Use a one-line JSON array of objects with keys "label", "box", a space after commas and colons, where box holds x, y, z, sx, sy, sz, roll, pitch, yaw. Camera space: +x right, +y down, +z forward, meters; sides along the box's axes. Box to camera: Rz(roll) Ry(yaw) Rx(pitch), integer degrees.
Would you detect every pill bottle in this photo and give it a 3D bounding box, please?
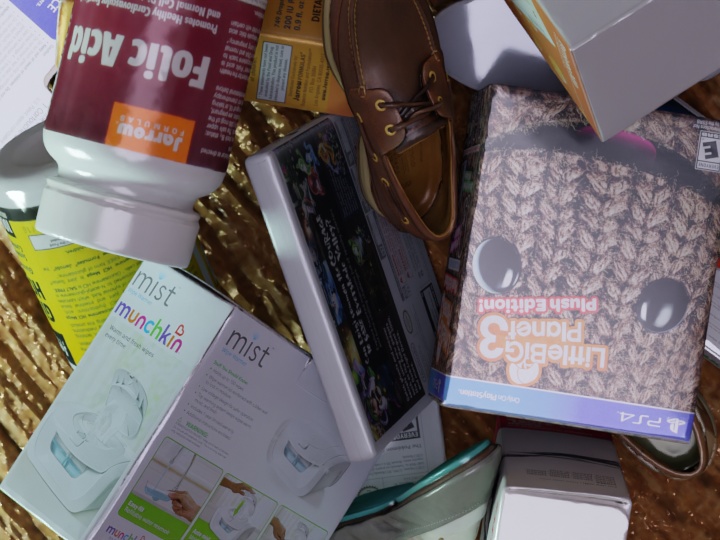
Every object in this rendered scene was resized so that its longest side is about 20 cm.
[{"label": "pill bottle", "box": [-0.157, 0.001, 1.568, 0.112, 0.113, 0.201, -20, 114, 5]}, {"label": "pill bottle", "box": [-0.125, -0.110, 1.432, 0.113, 0.114, 0.201, 14, 92, 0]}]

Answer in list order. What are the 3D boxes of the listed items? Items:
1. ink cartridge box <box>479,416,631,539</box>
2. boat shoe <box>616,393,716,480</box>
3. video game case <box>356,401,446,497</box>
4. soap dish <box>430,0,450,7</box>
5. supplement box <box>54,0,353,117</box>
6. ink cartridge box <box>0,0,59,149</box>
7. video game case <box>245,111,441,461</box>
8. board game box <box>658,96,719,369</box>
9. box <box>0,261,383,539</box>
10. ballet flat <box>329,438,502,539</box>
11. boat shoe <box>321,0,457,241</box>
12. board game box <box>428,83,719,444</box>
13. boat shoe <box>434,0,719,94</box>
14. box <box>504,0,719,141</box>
[{"label": "ink cartridge box", "box": [0.120, 0.188, 1.556, 0.084, 0.200, 0.146, 7, 100, 1]}, {"label": "boat shoe", "box": [0.168, 0.059, 1.597, 0.076, 0.074, 0.200, -44, 96, 8]}, {"label": "video game case", "box": [-0.034, 0.179, 1.652, 0.198, 0.023, 0.184, -8, 99, 2]}, {"label": "soap dish", "box": [0.075, -0.291, 1.538, 0.157, 0.081, 0.201, -25, 98, 6]}, {"label": "supplement box", "box": [-0.092, -0.155, 1.530, 0.198, 0.067, 0.069, 7, 141, -1]}, {"label": "ink cartridge box", "box": [-0.242, -0.190, 1.587, 0.200, 0.047, 0.198, 42, 98, -9]}, {"label": "video game case", "box": [0.000, 0.000, 1.542, 0.023, 0.182, 0.201, -15, 99, 24]}, {"label": "board game box", "box": [0.239, -0.013, 1.587, 0.199, 0.035, 0.127, 36, 84, -4]}, {"label": "box", "box": [-0.095, 0.115, 1.519, 0.096, 0.200, 0.177, 28, 85, 41]}, {"label": "ballet flat", "box": [0.044, 0.161, 1.554, 0.067, 0.200, 0.064, -31, 90, -36]}, {"label": "boat shoe", "box": [0.028, -0.105, 1.481, 0.072, 0.068, 0.201, -24, 129, -15]}, {"label": "board game box", "box": [0.137, -0.005, 1.510, 0.158, 0.097, 0.202, 8, 90, -3]}, {"label": "boat shoe", "box": [0.143, -0.148, 1.572, 0.198, 0.057, 0.069, 2, 101, 2]}, {"label": "box", "box": [0.121, -0.198, 1.401, 0.097, 0.124, 0.201, -32, 64, 0]}]
